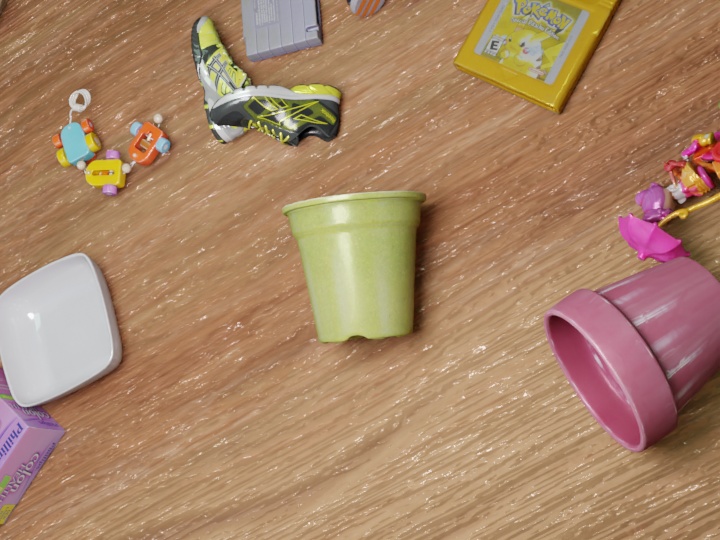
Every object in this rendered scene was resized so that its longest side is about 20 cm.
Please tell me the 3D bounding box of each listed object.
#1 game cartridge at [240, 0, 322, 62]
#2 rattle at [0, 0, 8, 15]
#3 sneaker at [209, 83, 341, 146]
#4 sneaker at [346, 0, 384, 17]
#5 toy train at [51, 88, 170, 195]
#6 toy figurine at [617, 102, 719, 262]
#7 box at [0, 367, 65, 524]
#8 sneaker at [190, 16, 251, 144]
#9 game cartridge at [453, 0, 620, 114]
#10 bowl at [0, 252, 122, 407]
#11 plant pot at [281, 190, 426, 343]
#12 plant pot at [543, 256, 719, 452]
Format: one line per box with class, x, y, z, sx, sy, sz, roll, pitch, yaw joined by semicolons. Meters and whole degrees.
game cartridge;-0.127;-0.435;1.554;0.127;0.038;0.204;-11;75;22
rattle;-0.592;-0.459;1.732;0.130;0.141;0.203;42;112;54
sneaker;-0.122;-0.224;1.458;0.196;0.075;0.086;-7;82;-4
sneaker;0.016;-0.482;1.452;0.201;0.077;0.113;-52;56;39
toy train;-0.396;-0.201;1.590;0.198;0.056;0.152;28;87;20
toy figurine;0.406;-0.095;1.237;0.183;0.150;0.202;-31;37;24
box;-0.590;0.258;1.532;0.199;0.097;0.177;36;91;23
sneaker;-0.209;-0.299;1.538;0.075;0.075;0.204;-17;83;8
game cartridge;0.249;-0.343;1.394;0.175;0.032;0.202;28;89;23
bowl;-0.457;0.095;1.532;0.197;0.075;0.203;-25;71;13
plant pot;0.000;0.000;1.337;0.197;0.200;0.188;-7;87;18
plant pot;0.345;0.084;1.186;0.177;0.201;0.201;-32;68;-6
